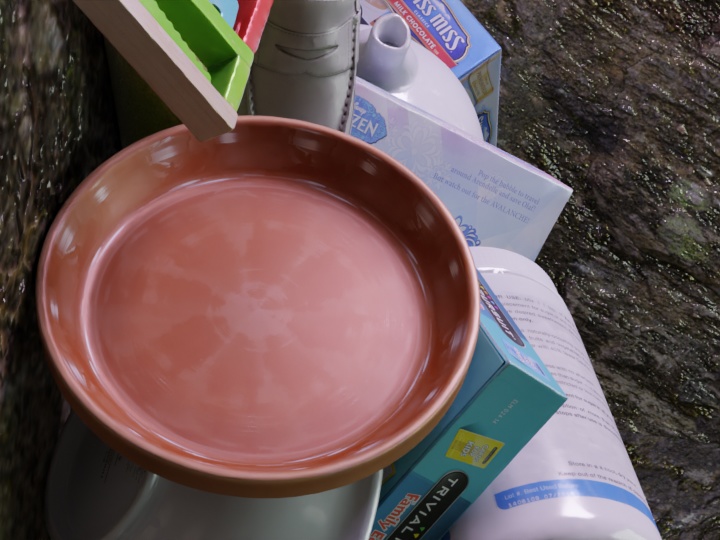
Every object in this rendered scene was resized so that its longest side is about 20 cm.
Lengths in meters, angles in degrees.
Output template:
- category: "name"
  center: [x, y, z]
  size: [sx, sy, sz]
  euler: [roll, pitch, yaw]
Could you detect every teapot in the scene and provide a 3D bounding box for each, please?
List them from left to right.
- category: "teapot"
  center: [-0.013, -0.048, 1.081]
  size: [0.201, 0.196, 0.146]
  euler: [59, 16, -21]

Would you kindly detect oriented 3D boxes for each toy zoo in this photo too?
- category: "toy zoo"
  center: [-0.079, -0.173, 0.758]
  size: [0.131, 0.020, 0.201]
  euler: [49, 39, -35]

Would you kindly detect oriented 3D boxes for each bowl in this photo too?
- category: "bowl"
  center: [-0.087, 0.101, 0.808]
  size: [0.200, 0.090, 0.203]
  euler: [-32, -134, 39]

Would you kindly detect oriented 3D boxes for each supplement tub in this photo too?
- category: "supplement tub"
  center: [0.072, 0.100, 0.891]
  size: [0.201, 0.130, 0.133]
  euler: [-105, -169, -45]

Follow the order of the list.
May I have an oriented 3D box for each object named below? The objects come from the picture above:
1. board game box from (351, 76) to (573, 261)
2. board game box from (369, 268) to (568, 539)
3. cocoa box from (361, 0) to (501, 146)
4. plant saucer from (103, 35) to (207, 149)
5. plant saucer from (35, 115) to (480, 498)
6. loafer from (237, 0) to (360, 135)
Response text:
- category: "board game box"
  center: [0.000, 0.000, 0.999]
  size: [0.200, 0.199, 0.043]
  euler: [-61, -145, 9]
- category: "board game box"
  center: [-0.006, 0.083, 0.845]
  size: [0.200, 0.047, 0.151]
  euler: [-49, -143, 14]
- category: "cocoa box"
  center: [0.027, -0.144, 1.404]
  size: [0.134, 0.131, 0.200]
  euler: [52, -12, 20]
- category: "plant saucer"
  center: [-0.091, -0.142, 0.889]
  size: [0.201, 0.047, 0.201]
  euler: [90, 9, -51]
- category: "plant saucer"
  center: [-0.046, 0.015, 0.770]
  size: [0.032, 0.198, 0.202]
  euler: [99, 2, -52]
- category: "loafer"
  center: [-0.034, -0.128, 0.874]
  size: [0.070, 0.069, 0.203]
  euler: [-156, -117, -81]
